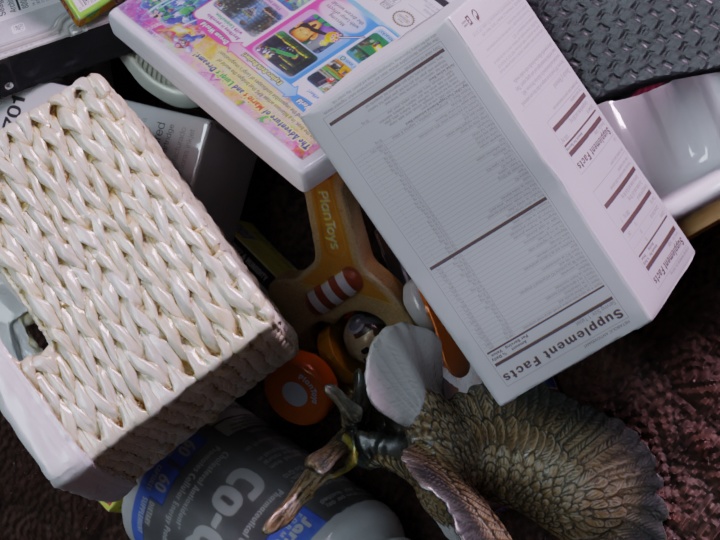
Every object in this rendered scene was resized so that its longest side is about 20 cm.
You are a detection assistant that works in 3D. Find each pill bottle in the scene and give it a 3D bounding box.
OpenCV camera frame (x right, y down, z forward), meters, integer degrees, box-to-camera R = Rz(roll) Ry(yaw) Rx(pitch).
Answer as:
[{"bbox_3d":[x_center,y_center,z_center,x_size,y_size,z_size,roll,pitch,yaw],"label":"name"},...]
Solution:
[{"bbox_3d":[-0.044,0.174,1.643,0.200,0.114,0.114,32,100,31],"label":"pill bottle"}]

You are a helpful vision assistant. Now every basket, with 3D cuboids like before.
[{"bbox_3d":[-0.155,0.011,1.532,0.161,0.200,0.198,-36,82,0],"label":"basket"}]

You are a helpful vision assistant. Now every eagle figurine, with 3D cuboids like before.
[{"bbox_3d":[0.071,0.132,1.538,0.200,0.151,0.152,25,91,22],"label":"eagle figurine"}]

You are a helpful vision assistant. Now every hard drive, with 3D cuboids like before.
[{"bbox_3d":[-0.191,-0.191,1.718,0.199,0.038,0.140,-19,50,-5],"label":"hard drive"}]

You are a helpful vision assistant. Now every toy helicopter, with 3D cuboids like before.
[{"bbox_3d":[0.000,0.000,1.615,0.132,0.079,0.201,1,115,30],"label":"toy helicopter"}]

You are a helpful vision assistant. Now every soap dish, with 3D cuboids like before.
[{"bbox_3d":[0.152,-0.074,1.575,0.200,0.081,0.158,-31,68,25],"label":"soap dish"}]

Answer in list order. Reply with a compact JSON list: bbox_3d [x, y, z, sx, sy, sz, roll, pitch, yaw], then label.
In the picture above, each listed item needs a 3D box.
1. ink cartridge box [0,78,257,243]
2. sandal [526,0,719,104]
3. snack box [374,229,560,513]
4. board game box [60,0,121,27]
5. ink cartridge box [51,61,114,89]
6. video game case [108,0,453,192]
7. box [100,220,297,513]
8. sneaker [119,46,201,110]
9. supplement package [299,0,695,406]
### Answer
[{"bbox_3d":[-0.185,-0.041,1.707,0.199,0.086,0.147,14,86,22],"label":"ink cartridge box"},{"bbox_3d":[0.153,-0.131,1.516,0.199,0.045,0.075,-6,86,16],"label":"sandal"},{"bbox_3d":[0.074,0.047,1.640,0.072,0.024,0.201,-31,68,26],"label":"snack box"},{"bbox_3d":[-0.122,-0.248,1.673,0.200,0.030,0.096,-33,88,-10],"label":"board game box"},{"bbox_3d":[-0.227,-0.071,1.819,0.116,0.067,0.201,-17,74,28],"label":"ink cartridge box"},{"bbox_3d":[-0.027,-0.151,1.617,0.182,0.024,0.200,-35,53,-20],"label":"video game case"},{"bbox_3d":[-0.119,0.064,1.743,0.075,0.050,0.200,45,107,28],"label":"box"},{"bbox_3d":[-0.140,-0.160,1.763,0.075,0.085,0.200,-26,51,-12],"label":"sneaker"},{"bbox_3d":[0.079,-0.047,1.471,0.114,0.110,0.200,-31,97,28],"label":"supplement package"}]
